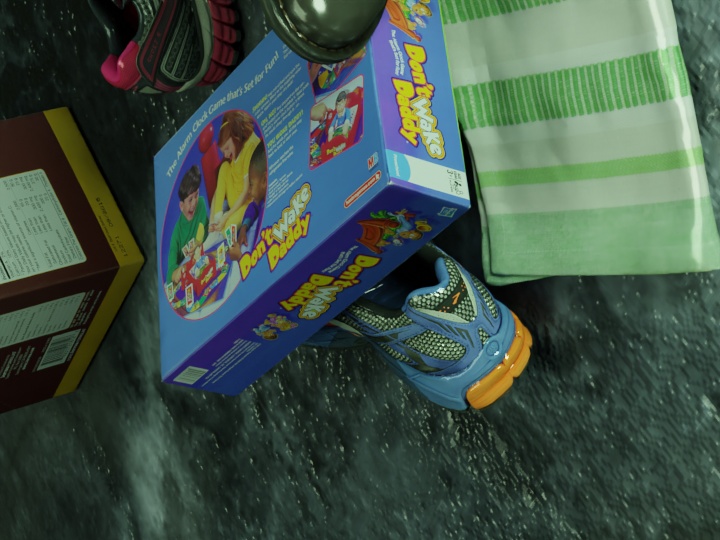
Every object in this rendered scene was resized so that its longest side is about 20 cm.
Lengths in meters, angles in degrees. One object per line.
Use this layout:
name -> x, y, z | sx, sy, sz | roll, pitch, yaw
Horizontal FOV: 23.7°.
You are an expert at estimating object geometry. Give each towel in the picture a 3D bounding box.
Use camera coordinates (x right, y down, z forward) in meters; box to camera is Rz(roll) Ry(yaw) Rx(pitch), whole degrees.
towel -> 0.084, -0.094, 0.766 | 0.152, 0.023, 0.201 | -4, 100, 56

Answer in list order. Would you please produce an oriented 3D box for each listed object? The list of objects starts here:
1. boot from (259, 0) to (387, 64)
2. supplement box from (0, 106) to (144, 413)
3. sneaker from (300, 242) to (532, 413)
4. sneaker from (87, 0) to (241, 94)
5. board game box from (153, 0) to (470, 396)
boot -> 0.042, -0.185, 0.681 | 0.174, 0.069, 0.201 | -8, 58, 60
supplement box -> -0.290, 0.012, 1.199 | 0.133, 0.199, 0.197 | 61, 144, 19
sneaker -> 0.000, 0.000, 0.865 | 0.199, 0.075, 0.079 | 19, 151, 42
sneaker -> -0.131, -0.202, 0.989 | 0.081, 0.074, 0.201 | -21, 86, 56
board game box -> -0.032, -0.044, 0.820 | 0.200, 0.045, 0.135 | -39, 47, 44
